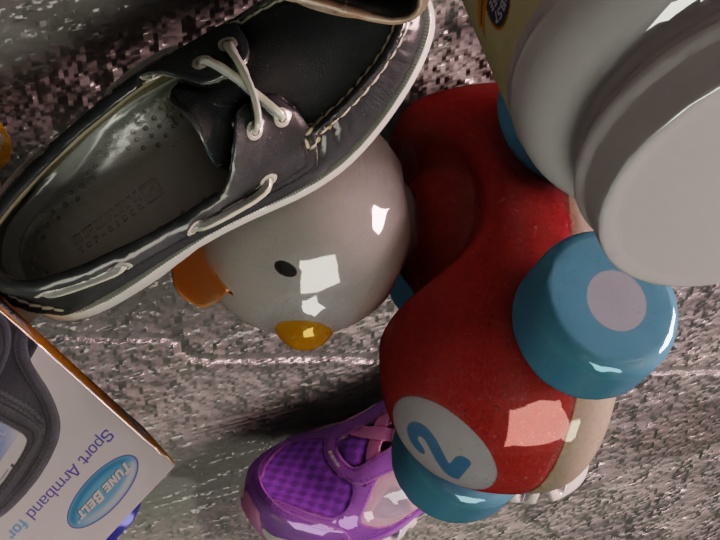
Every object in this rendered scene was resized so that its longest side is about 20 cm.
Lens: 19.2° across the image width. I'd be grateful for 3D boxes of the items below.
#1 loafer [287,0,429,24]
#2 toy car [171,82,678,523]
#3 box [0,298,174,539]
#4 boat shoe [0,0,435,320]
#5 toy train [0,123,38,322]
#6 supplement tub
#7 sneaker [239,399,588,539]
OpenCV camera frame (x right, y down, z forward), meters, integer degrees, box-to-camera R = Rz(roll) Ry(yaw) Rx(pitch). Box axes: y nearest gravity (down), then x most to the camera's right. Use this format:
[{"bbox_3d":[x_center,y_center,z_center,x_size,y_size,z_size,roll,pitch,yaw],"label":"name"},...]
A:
[{"bbox_3d":[-0.054,-0.130,0.721,0.199,0.063,0.072,7,139,-38],"label":"loafer"},{"bbox_3d":[0.000,0.000,0.873,0.198,0.179,0.185,6,154,-16],"label":"toy car"},{"bbox_3d":[-0.162,0.069,0.810,0.119,0.041,0.200,-47,124,-4],"label":"box"},{"bbox_3d":[-0.057,-0.050,0.801,0.200,0.076,0.060,-41,169,4],"label":"boat shoe"},{"bbox_3d":[-0.197,0.008,0.860,0.149,0.056,0.201,-16,149,-8],"label":"toy train"},{"bbox_3d":[0.101,-0.111,0.706,0.144,0.201,0.145,-14,148,-9],"label":"supplement tub"},{"bbox_3d":[0.032,0.084,1.099,0.198,0.081,0.089,-14,142,-20],"label":"sneaker"}]
